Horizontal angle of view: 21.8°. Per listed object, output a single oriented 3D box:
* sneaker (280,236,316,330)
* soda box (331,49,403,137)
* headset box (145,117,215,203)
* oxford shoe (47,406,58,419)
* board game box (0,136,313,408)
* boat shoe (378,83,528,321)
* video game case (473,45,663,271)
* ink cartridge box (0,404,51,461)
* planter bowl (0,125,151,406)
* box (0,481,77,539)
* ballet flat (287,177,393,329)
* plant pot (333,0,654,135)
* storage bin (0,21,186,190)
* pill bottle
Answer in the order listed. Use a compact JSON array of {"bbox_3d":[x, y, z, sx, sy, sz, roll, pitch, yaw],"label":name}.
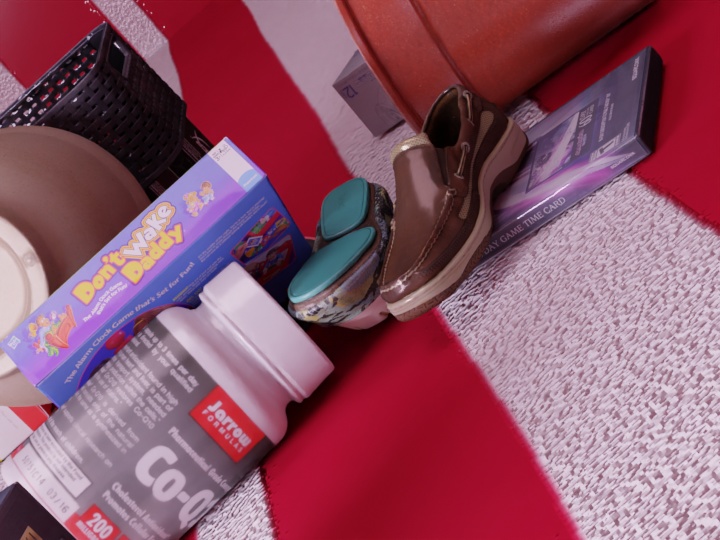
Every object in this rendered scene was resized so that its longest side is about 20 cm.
[{"bbox_3d":[-0.080,0.011,1.402,0.200,0.074,0.087,-28,18,40],"label":"sneaker"},{"bbox_3d":[0.072,-0.197,1.602,0.200,0.063,0.068,-31,18,34],"label":"soda box"},{"bbox_3d":[-0.192,-0.010,1.451,0.149,0.077,0.200,-30,23,34],"label":"headset box"},{"bbox_3d":[-0.180,0.105,1.448,0.074,0.071,0.200,-10,23,13],"label":"oxford shoe"},{"bbox_3d":[-0.128,0.021,1.249,0.200,0.045,0.135,-43,-29,-7],"label":"board game box"},{"bbox_3d":[0.043,-0.049,1.188,0.075,0.075,0.203,-32,19,34],"label":"boat shoe"},{"bbox_3d":[0.111,-0.060,1.225,0.200,0.019,0.143,-34,18,26],"label":"video game case"},{"bbox_3d":[-0.351,0.135,1.743,0.200,0.067,0.116,-41,16,5],"label":"ink cartridge box"},{"bbox_3d":[-0.248,0.006,1.288,0.200,0.201,0.135,-38,0,15],"label":"planter bowl"},{"bbox_3d":[-0.159,0.219,0.876,0.051,0.158,0.200,-33,19,29],"label":"box"},{"bbox_3d":[0.000,0.000,1.240,0.074,0.074,0.200,-36,14,22],"label":"ballet flat"},{"bbox_3d":[0.099,-0.216,1.379,0.195,0.201,0.201,-30,18,14],"label":"plant pot"},{"bbox_3d":[-0.235,-0.078,1.423,0.200,0.094,0.135,-40,20,13],"label":"storage bin"},{"bbox_3d":[-0.119,0.097,1.190,0.200,0.114,0.114,-44,15,-5],"label":"pill bottle"}]
